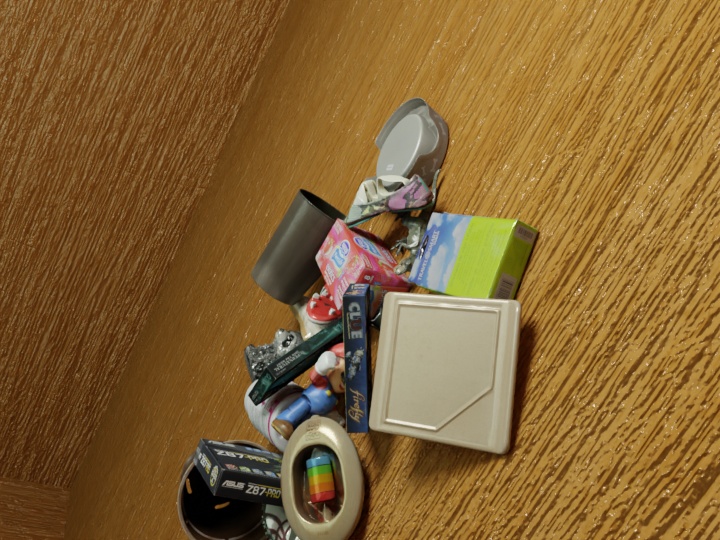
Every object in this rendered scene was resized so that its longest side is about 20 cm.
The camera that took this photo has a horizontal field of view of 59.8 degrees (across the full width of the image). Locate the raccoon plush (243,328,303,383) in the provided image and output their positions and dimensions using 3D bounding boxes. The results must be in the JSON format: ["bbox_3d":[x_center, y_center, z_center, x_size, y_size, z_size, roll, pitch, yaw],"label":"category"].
[{"bbox_3d":[-0.172,0.210,1.347,0.200,0.134,0.097,92,154,-42],"label":"raccoon plush"}]

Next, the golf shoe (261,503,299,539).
[{"bbox_3d":[-0.110,0.445,1.046,0.088,0.077,0.200,-38,37,13],"label":"golf shoe"}]

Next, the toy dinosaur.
[{"bbox_3d":[0.089,-0.073,1.071,0.088,0.047,0.201,-13,55,56],"label":"toy dinosaur"}]

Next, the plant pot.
[{"bbox_3d":[-0.264,0.423,1.221,0.198,0.200,0.201,-20,53,67],"label":"plant pot"}]

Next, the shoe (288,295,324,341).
[{"bbox_3d":[-0.102,0.097,1.290,0.053,0.070,0.200,-36,30,2],"label":"shoe"}]

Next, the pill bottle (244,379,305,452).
[{"bbox_3d":[-0.146,0.266,1.178,0.200,0.113,0.114,5,75,63],"label":"pill bottle"}]

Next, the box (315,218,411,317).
[{"bbox_3d":[0.000,0.000,1.117,0.096,0.099,0.200,-60,27,18],"label":"box"}]

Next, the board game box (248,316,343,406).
[{"bbox_3d":[-0.098,0.153,1.097,0.028,0.200,0.135,50,143,11],"label":"board game box"}]

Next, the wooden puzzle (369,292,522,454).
[{"bbox_3d":[0.107,0.125,0.803,0.200,0.037,0.186,2,80,33],"label":"wooden puzzle"}]

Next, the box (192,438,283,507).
[{"bbox_3d":[-0.169,0.348,1.064,0.161,0.200,0.049,5,76,64],"label":"box"}]

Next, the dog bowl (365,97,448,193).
[{"bbox_3d":[0.086,-0.215,1.160,0.200,0.059,0.201,-44,35,42],"label":"dog bowl"}]

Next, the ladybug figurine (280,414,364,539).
[{"bbox_3d":[-0.054,0.325,0.970,0.135,0.072,0.201,-13,65,17],"label":"ladybug figurine"}]

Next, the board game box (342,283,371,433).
[{"bbox_3d":[-0.003,0.127,0.953,0.135,0.034,0.201,-65,-27,-83],"label":"board game box"}]

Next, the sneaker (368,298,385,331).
[{"bbox_3d":[0.069,0.109,0.885,0.076,0.115,0.201,-58,28,20],"label":"sneaker"}]

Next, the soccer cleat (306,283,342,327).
[{"bbox_3d":[-0.063,0.077,1.169,0.200,0.068,0.085,-67,-4,-73],"label":"soccer cleat"}]

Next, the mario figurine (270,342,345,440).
[{"bbox_3d":[-0.052,0.209,1.046,0.200,0.106,0.123,-51,-6,-14],"label":"mario figurine"}]

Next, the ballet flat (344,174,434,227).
[{"bbox_3d":[0.039,-0.126,1.072,0.200,0.071,0.069,-10,19,47],"label":"ballet flat"}]

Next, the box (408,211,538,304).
[{"bbox_3d":[0.153,-0.017,0.895,0.200,0.048,0.122,17,86,63],"label":"box"}]

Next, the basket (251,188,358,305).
[{"bbox_3d":[-0.119,-0.041,1.258,0.136,0.180,0.200,43,101,25],"label":"basket"}]
